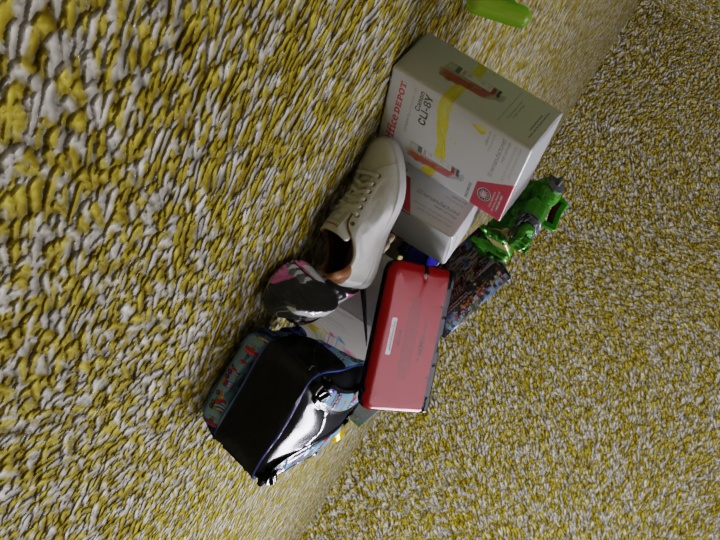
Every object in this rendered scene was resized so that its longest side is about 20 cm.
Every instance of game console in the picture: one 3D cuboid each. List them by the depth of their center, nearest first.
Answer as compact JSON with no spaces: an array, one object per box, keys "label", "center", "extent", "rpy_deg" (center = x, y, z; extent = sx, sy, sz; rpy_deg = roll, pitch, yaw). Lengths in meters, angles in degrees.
[{"label":"game console","center":[0.054,0.086,1.213],"extent":[0.172,0.118,0.201],"rpy_deg":[10,92,-37]}]

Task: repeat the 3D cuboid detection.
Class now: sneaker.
[{"label":"sneaker","center":[0.000,-0.077,1.102],"extent":[0.084,0.073,0.201],"rpy_deg":[10,94,-48]},{"label":"sneaker","center":[-0.072,0.042,1.119],"extent":[0.086,0.081,0.200],"rpy_deg":[-41,166,21]}]

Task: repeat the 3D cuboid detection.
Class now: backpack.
[{"label":"backpack","center":[-0.084,0.164,1.143],"extent":[0.183,0.134,0.200],"rpy_deg":[-59,158,16]}]

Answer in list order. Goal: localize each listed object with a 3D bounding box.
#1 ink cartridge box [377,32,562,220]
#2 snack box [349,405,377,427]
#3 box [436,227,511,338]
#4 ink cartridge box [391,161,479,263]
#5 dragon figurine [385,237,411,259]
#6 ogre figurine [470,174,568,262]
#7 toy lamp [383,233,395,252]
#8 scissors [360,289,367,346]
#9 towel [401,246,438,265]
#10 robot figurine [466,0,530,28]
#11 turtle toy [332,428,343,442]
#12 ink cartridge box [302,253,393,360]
[{"label":"ink cartridge box","center":[0.129,-0.179,1.088],"extent":[0.083,0.200,0.145],"rpy_deg":[-48,165,-31]},{"label":"snack box","center":[0.049,0.152,1.437],"extent":[0.142,0.053,0.200],"rpy_deg":[-43,-172,30]},{"label":"box","center":[0.161,0.015,1.366],"extent":[0.137,0.038,0.200],"rpy_deg":[-43,-168,12]},{"label":"ink cartridge box","center":[0.113,-0.136,1.234],"extent":[0.200,0.145,0.084],"rpy_deg":[-54,167,-24]},{"label":"dragon figurine","center":[0.060,-0.050,1.484],"extent":[0.201,0.059,0.099],"rpy_deg":[-65,167,22]},{"label":"ogre figurine","center":[0.221,-0.073,1.205],"extent":[0.120,0.098,0.200],"rpy_deg":[-51,164,-7]},{"label":"toy lamp","center":[0.060,-0.078,1.387],"extent":[0.201,0.058,0.058],"rpy_deg":[-60,171,-30]},{"label":"scissors","center":[0.000,0.000,1.196],"extent":[0.014,0.073,0.201],"rpy_deg":[-8,110,-31]},{"label":"towel","center":[0.118,-0.032,1.500],"extent":[0.200,0.049,0.148],"rpy_deg":[-55,171,-10]},{"label":"robot figurine","center":[0.167,-0.368,0.963],"extent":[0.200,0.115,0.176],"rpy_deg":[-26,137,-68]},{"label":"turtle toy","center":[-0.054,0.193,1.517],"extent":[0.200,0.101,0.146],"rpy_deg":[-49,142,-49]},{"label":"ink cartridge box","center":[-0.012,0.074,1.326],"extent":[0.129,0.125,0.200],"rpy_deg":[-50,166,-36]}]
